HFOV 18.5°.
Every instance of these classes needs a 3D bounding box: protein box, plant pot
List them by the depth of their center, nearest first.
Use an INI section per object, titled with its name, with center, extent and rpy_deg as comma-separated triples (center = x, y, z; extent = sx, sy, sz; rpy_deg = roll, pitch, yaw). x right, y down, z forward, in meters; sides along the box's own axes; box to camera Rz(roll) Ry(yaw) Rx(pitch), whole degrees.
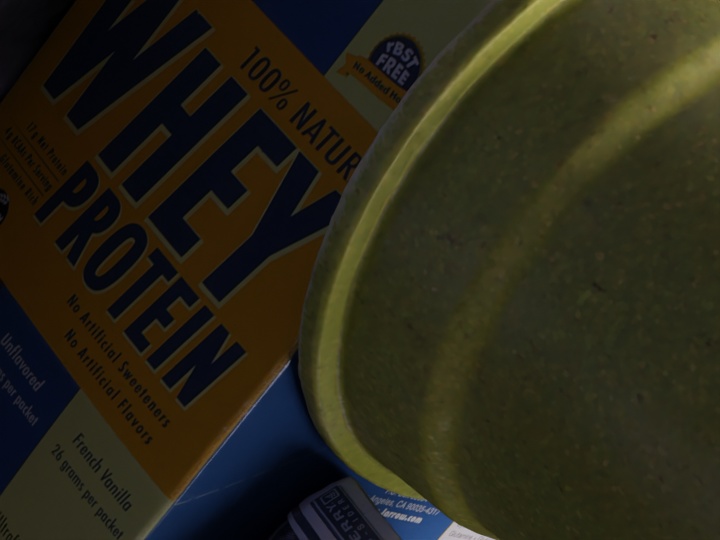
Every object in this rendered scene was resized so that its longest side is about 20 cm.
[plant pot]
center = 0.117, 0.037, 0.530
extent = 0.200, 0.184, 0.201
rpy_deg = -27, 143, -22
[protein box]
center = 0.000, 0.000, 0.659
extent = 0.200, 0.135, 0.198
rpy_deg = -51, 146, 14

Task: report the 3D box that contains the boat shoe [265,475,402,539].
[boat shoe]
center = 0.001, 0.135, 0.637
extent = 0.091, 0.071, 0.200
rpy_deg = -37, 140, -2
